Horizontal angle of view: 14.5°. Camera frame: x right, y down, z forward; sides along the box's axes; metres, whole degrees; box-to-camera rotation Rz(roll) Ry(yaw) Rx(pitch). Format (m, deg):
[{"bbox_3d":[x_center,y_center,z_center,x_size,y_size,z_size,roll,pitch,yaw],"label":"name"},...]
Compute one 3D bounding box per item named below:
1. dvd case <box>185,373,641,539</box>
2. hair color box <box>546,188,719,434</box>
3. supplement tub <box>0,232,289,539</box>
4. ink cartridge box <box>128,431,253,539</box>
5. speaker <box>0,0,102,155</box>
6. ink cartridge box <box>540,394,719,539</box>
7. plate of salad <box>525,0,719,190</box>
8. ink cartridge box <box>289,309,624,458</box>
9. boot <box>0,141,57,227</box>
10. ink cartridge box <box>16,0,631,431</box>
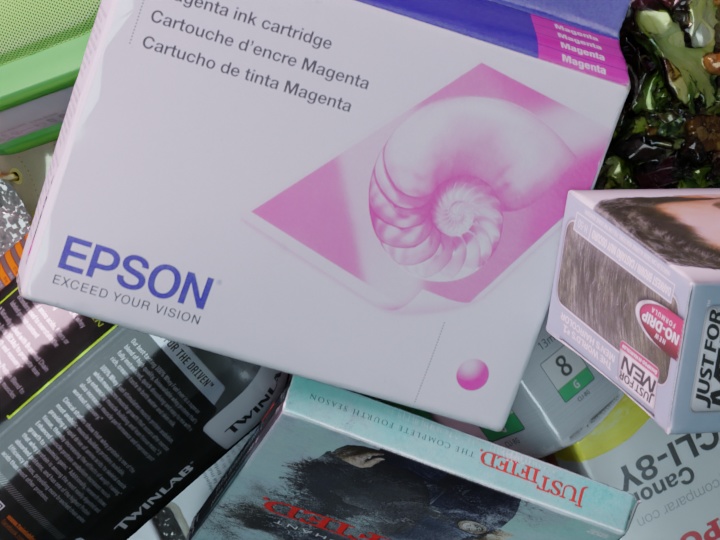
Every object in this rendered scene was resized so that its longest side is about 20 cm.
[{"bbox_3d":[0.015,0.105,1.173,0.146,0.200,0.022,21,66,-7],"label":"dvd case"},{"bbox_3d":[0.182,0.011,1.064,0.200,0.099,0.061,-2,111,-24],"label":"hair color box"},{"bbox_3d":[-0.115,0.047,1.157,0.200,0.123,0.123,-40,93,1],"label":"supplement tub"},{"bbox_3d":[-0.013,0.098,1.292,0.200,0.041,0.200,-23,95,7],"label":"ink cartridge box"},{"bbox_3d":[-0.121,-0.101,1.142,0.200,0.088,0.089,-16,97,38],"label":"speaker"},{"bbox_3d":[0.133,0.028,1.234,0.145,0.083,0.200,-26,95,-13],"label":"ink cartridge box"},{"bbox_3d":[0.140,-0.068,1.140,0.200,0.048,0.200,-12,110,-34],"label":"plate of salad"},{"bbox_3d":[0.000,0.000,1.184,0.050,0.161,0.200,-40,97,-34],"label":"ink cartridge box"},{"bbox_3d":[-0.163,-0.051,1.260,0.155,0.073,0.200,9,85,3],"label":"boot"},{"bbox_3d":[-0.006,-0.059,1.055,0.196,0.043,0.200,16,103,-14],"label":"ink cartridge box"}]
